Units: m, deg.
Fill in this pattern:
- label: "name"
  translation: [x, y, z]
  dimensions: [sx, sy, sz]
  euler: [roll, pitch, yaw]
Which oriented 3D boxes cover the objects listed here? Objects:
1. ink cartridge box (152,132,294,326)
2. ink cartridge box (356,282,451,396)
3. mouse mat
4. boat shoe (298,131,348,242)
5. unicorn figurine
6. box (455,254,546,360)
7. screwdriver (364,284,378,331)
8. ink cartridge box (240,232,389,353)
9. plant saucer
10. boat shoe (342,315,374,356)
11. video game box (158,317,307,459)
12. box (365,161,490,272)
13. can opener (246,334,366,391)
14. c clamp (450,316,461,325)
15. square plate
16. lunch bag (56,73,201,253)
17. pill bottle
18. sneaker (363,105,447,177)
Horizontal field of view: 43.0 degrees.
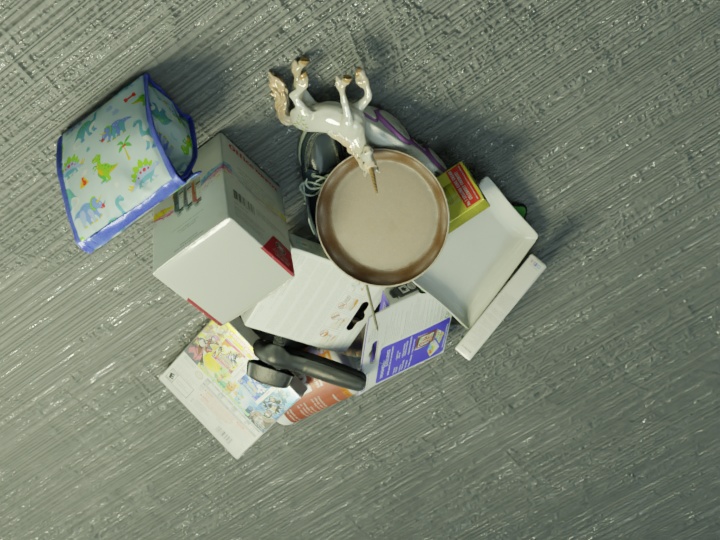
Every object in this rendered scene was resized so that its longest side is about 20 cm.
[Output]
- label: "ink cartridge box"
  translation: [-0.199, -0.060, 1.306]
  dimensions: [0.144, 0.201, 0.145]
  euler: [-33, 130, 18]
- label: "ink cartridge box"
  translation: [0.071, 0.098, 1.540]
  dimensions: [0.198, 0.043, 0.200]
  euler: [-24, 141, -29]
- label: "mouse mat"
  translation: [0.185, -0.036, 1.493]
  dimensions: [0.198, 0.008, 0.163]
  euler: [0, 114, -38]
- label: "boat shoe"
  translation: [-0.057, -0.128, 1.377]
  dimensions: [0.074, 0.062, 0.202]
  euler: [-3, 131, -10]
- label: "unicorn figurine"
  translation: [-0.034, -0.213, 1.271]
  dimensions: [0.074, 0.198, 0.139]
  euler: [-39, 143, -41]
- label: "box"
  translation: [0.239, 0.063, 1.546]
  dimensions: [0.201, 0.036, 0.144]
  euler: [-50, 170, 6]
- label: "screwdriver"
  translation: [0.000, 0.000, 1.426]
  dimensions: [0.029, 0.203, 0.028]
  euler: [-16, 163, 23]
- label: "ink cartridge box"
  translation: [-0.071, 0.041, 1.465]
  dimensions: [0.198, 0.047, 0.161]
  euler: [19, 117, -33]
- label: "plant saucer"
  translation: [0.033, -0.077, 1.335]
  dimensions: [0.197, 0.032, 0.203]
  euler: [2, 102, 11]
- label: "boat shoe"
  translation: [-0.048, 0.081, 1.557]
  dimensions: [0.198, 0.074, 0.075]
  euler: [26, 117, -25]
- label: "video game box"
  translation: [-0.218, 0.191, 1.555]
  dimensions: [0.200, 0.047, 0.182]
  euler: [46, 116, 0]
- label: "box"
  translation: [0.092, -0.076, 1.380]
  dimensions: [0.199, 0.076, 0.050]
  euler: [-32, 163, 12]
- label: "can opener"
  translation: [-0.085, 0.156, 1.489]
  dimensions: [0.197, 0.064, 0.080]
  euler: [13, 111, -6]
- label: "c clamp"
  translation: [0.160, 0.042, 1.607]
  dimensions: [0.169, 0.027, 0.201]
  euler: [8, 128, -21]
- label: "square plate"
  translation: [0.182, -0.027, 1.472]
  dimensions: [0.199, 0.028, 0.200]
  euler: [-53, 135, -1]
- label: "lunch bag"
  translation: [-0.306, -0.133, 1.212]
  dimensions: [0.169, 0.201, 0.127]
  euler: [-33, 130, 14]
- label: "pill bottle"
  translation: [-0.108, 0.204, 1.618]
  dimensions: [0.198, 0.113, 0.113]
  euler: [-26, 132, 9]
- label: "sneaker"
  translation: [0.044, -0.166, 1.362]
  dimensions: [0.099, 0.075, 0.199]
  euler: [-40, 128, 19]
